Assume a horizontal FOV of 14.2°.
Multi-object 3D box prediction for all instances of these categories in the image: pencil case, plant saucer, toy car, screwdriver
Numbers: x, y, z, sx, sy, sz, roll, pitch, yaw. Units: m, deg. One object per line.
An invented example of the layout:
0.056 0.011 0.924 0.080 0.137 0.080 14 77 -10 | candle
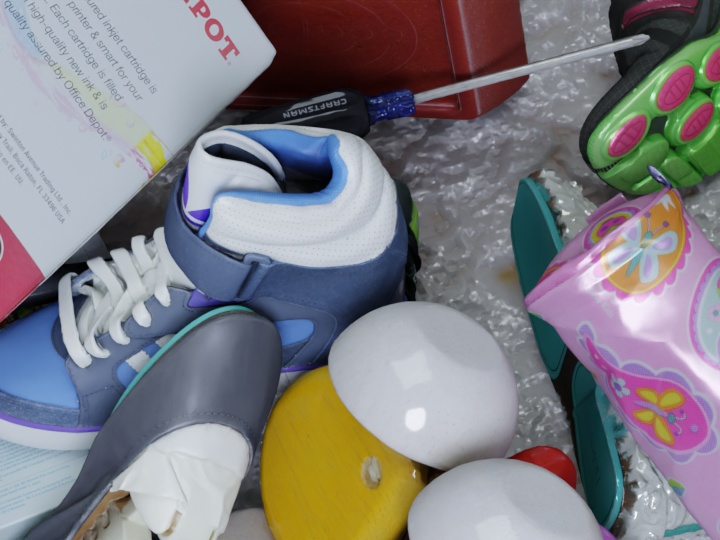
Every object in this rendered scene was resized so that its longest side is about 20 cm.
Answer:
0.155 0.057 1.198 0.087 0.087 0.200 -39 88 -25 | pencil case
-0.026 -0.124 1.369 0.199 0.200 0.037 3 68 9 | plant saucer
0.040 0.125 1.180 0.150 0.175 0.200 10 37 -36 | toy car
0.041 -0.084 1.359 0.200 0.028 0.029 -12 27 0 | screwdriver

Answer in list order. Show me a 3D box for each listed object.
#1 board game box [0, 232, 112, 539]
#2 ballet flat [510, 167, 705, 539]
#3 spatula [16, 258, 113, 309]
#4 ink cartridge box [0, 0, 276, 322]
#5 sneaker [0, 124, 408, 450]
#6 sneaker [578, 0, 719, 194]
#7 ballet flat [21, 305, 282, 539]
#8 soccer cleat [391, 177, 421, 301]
-0.169 0.053 1.308 0.147 0.064 0.200 -20 51 -12 | board game box
0.117 0.042 1.293 0.072 0.072 0.200 -10 55 -3 | ballet flat
-0.086 -0.009 1.299 0.200 0.021 0.057 -17 37 -7 | spatula
-0.171 -0.085 1.251 0.200 0.145 0.145 -44 22 -25 | ink cartridge box
-0.080 -0.006 1.209 0.200 0.147 0.081 -10 48 1 | sneaker
0.157 -0.109 1.421 0.084 0.077 0.200 7 44 35 | sneaker
-0.091 0.105 1.194 0.200 0.073 0.073 -49 48 21 | ballet flat
0.000 0.000 1.336 0.081 0.068 0.200 -22 47 -14 | soccer cleat
